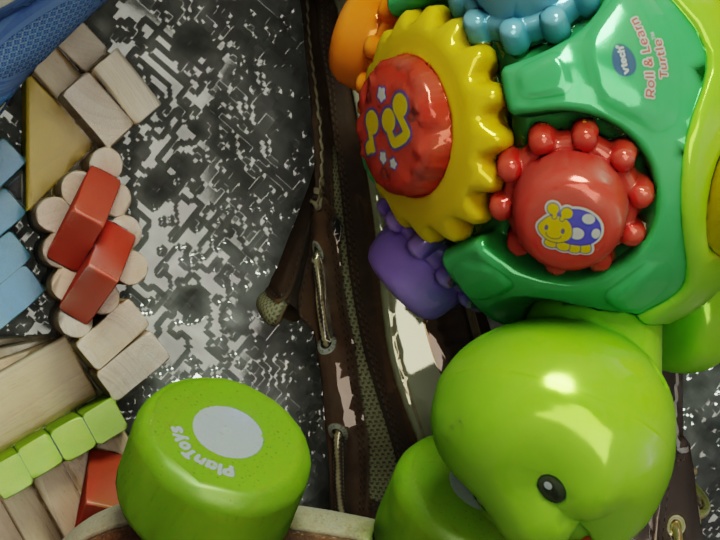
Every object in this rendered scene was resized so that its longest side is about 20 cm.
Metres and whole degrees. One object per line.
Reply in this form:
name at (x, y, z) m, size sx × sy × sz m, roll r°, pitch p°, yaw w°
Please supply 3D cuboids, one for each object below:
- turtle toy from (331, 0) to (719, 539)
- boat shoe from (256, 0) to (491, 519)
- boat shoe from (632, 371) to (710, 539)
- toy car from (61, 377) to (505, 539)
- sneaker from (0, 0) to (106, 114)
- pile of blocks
turtle toy at (0.054, -0.022, 0.682) m, size 0.100 × 0.145 × 0.202 m, roll -8°, pitch 82°, yaw -32°
boat shoe at (-0.002, 0.000, 0.788) m, size 0.074 × 0.075 × 0.204 m, roll -14°, pitch 80°, yaw 16°
boat shoe at (0.082, 0.090, 0.808) m, size 0.059 × 0.072 × 0.202 m, roll 11°, pitch 83°, yaw -29°
toy car at (-0.023, 0.163, 0.689) m, size 0.156 × 0.201 × 0.165 m, roll 12°, pitch 127°, yaw -12°
sneaker at (-0.136, -0.063, 0.740) m, size 0.199 × 0.079 × 0.089 m, roll -32°, pitch 141°, yaw 8°
pile of blocks at (-0.099, 0.014, 0.770) m, size 0.081 × 0.062 × 0.202 m, roll -5°, pitch 91°, yaw -12°
